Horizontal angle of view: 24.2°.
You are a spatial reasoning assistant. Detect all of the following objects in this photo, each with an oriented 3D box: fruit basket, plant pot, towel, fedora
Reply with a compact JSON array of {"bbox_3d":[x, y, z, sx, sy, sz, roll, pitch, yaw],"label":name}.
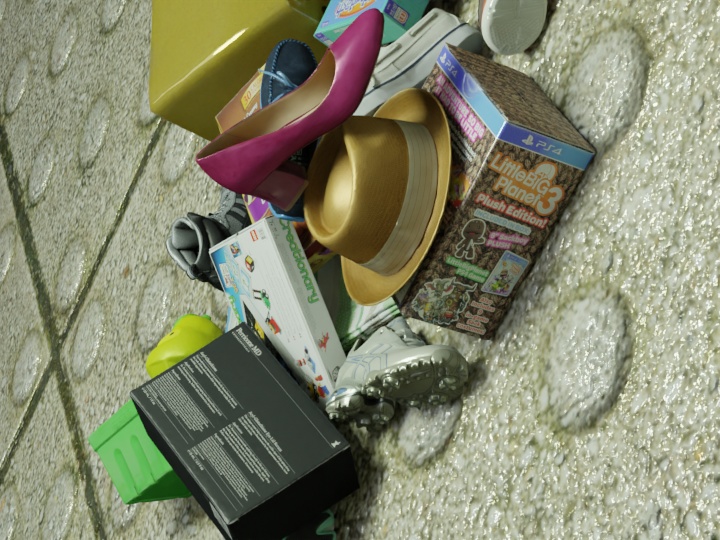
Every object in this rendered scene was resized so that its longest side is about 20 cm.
[{"bbox_3d":[-0.212,0.143,1.921,0.215,0.154,0.219,3,94,53],"label":"fruit basket"},{"bbox_3d":[-0.101,-0.264,1.876,0.199,0.193,0.198,-33,46,38],"label":"plant pot"},{"bbox_3d":[0.000,0.000,1.711,0.200,0.030,0.151,-34,48,50],"label":"towel"},{"bbox_3d":[0.004,-0.072,1.475,0.200,0.081,0.203,-38,44,48],"label":"fedora"}]

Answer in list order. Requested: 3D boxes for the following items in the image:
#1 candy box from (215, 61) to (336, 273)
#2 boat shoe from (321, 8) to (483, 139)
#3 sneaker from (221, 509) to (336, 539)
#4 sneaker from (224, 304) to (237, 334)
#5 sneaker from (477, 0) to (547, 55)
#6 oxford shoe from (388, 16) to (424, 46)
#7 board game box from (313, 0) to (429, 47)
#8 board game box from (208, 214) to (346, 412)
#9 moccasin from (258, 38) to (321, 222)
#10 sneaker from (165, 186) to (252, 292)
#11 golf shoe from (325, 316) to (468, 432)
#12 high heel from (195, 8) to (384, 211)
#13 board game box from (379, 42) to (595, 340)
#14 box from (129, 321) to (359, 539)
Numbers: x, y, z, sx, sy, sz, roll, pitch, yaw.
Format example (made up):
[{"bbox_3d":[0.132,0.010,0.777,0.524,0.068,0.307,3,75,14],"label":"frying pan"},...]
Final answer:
[{"bbox_3d":[-0.075,-0.105,1.757,0.117,0.056,0.202,-40,61,43],"label":"candy box"},{"bbox_3d":[0.021,-0.187,1.609,0.086,0.075,0.202,39,70,24],"label":"boat shoe"},{"bbox_3d":[-0.091,0.267,1.706,0.200,0.077,0.141,54,144,40],"label":"sneaker"},{"bbox_3d":[-0.118,0.113,1.822,0.072,0.071,0.202,-37,41,40],"label":"sneaker"},{"bbox_3d":[0.151,-0.304,1.553,0.202,0.076,0.082,-66,22,13],"label":"sneaker"},{"bbox_3d":[0.046,-0.191,1.686,0.071,0.071,0.202,-51,34,39],"label":"oxford shoe"},{"bbox_3d":[0.041,-0.327,1.745,0.152,0.045,0.202,-2,60,61],"label":"board game box"},{"bbox_3d":[-0.080,0.052,1.720,0.126,0.034,0.202,-23,88,55],"label":"board game box"},{"bbox_3d":[-0.056,-0.148,1.671,0.068,0.079,0.202,120,147,-60],"label":"moccasin"},{"bbox_3d":[-0.165,-0.058,1.955,0.076,0.113,0.202,-48,37,39],"label":"sneaker"},{"bbox_3d":[0.033,0.082,1.565,0.199,0.078,0.098,-24,49,54],"label":"golf shoe"},{"bbox_3d":[-0.058,-0.150,1.446,0.201,0.095,0.067,-61,24,12],"label":"high heel"},{"bbox_3d":[0.095,-0.071,1.502,0.201,0.096,0.160,-62,30,21],"label":"board game box"},{"bbox_3d":[-0.114,0.165,1.646,0.200,0.140,0.079,46,162,38],"label":"box"}]
